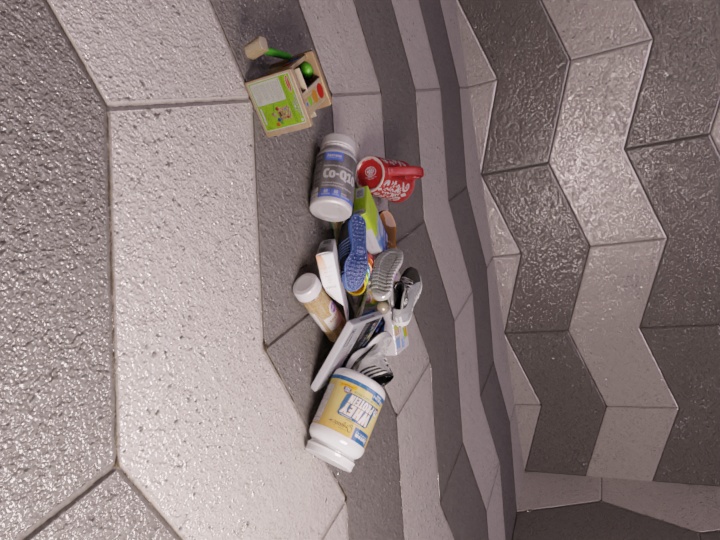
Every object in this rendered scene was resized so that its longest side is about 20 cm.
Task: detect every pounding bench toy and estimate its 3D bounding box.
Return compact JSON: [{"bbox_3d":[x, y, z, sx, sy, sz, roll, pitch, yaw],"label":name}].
[{"bbox_3d":[-0.168,-0.437,1.194,0.204,0.121,0.157,68,31,-30],"label":"pounding bench toy"}]

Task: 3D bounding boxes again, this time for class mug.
[{"bbox_3d":[0.088,-0.304,1.660,0.198,0.177,0.135,-3,57,-59],"label":"mug"}]

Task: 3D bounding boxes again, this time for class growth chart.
[{"bbox_3d":[-0.011,0.126,1.446,0.203,0.017,0.146,-71,-177,-45],"label":"growth chart"}]

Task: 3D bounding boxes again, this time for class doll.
[{"bbox_3d":[0.029,0.179,1.499,0.136,0.048,0.204,40,69,-47],"label":"doll"}]

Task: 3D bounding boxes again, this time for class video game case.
[{"bbox_3d":[-0.032,0.199,1.336,0.203,0.023,0.181,-61,160,17],"label":"video game case"}]

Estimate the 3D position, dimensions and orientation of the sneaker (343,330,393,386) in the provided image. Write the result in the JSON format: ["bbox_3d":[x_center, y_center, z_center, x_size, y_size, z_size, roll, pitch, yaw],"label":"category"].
[{"bbox_3d":[0.051,0.243,1.395,0.199,0.114,0.077,-28,150,-51],"label":"sneaker"}]

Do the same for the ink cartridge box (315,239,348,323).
[{"bbox_3d":[-0.068,0.036,1.340,0.163,0.048,0.207,-91,173,-76],"label":"ink cartridge box"}]

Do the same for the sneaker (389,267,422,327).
[{"bbox_3d":[0.129,0.050,1.520,0.117,0.073,0.204,70,29,-50],"label":"sneaker"}]

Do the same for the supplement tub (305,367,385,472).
[{"bbox_3d":[-0.036,0.354,1.266,0.145,0.141,0.204,52,55,-47],"label":"supplement tub"}]

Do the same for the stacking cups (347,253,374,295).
[{"bbox_3d":[0.000,0.000,1.466,0.201,0.059,0.062,-69,146,-67],"label":"stacking cups"}]

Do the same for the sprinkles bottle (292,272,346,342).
[{"bbox_3d":[-0.094,0.095,1.309,0.202,0.066,0.070,59,36,-42],"label":"sprinkles bottle"}]

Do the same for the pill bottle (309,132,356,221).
[{"bbox_3d":[-0.067,-0.242,1.376,0.114,0.111,0.206,38,51,-55],"label":"pill bottle"}]

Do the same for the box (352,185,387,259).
[{"bbox_3d":[0.031,-0.130,1.556,0.202,0.046,0.124,64,22,-43],"label":"box"}]

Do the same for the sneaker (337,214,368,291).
[{"bbox_3d":[-0.025,-0.039,1.365,0.068,0.077,0.206,15,69,-25],"label":"sneaker"}]

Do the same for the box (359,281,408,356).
[{"bbox_3d":[0.072,0.143,1.602,0.112,0.099,0.207,-20,103,-63],"label":"box"}]

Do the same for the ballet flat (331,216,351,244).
[{"bbox_3d":[-0.039,-0.072,1.456,0.070,0.069,0.207,-18,102,-63],"label":"ballet flat"}]

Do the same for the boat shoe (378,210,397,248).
[{"bbox_3d":[0.081,-0.097,1.716,0.069,0.070,0.206,-17,110,-18],"label":"boat shoe"}]

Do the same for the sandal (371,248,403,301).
[{"bbox_3d":[0.070,0.015,1.496,0.205,0.080,0.051,-66,156,-43],"label":"sandal"}]
